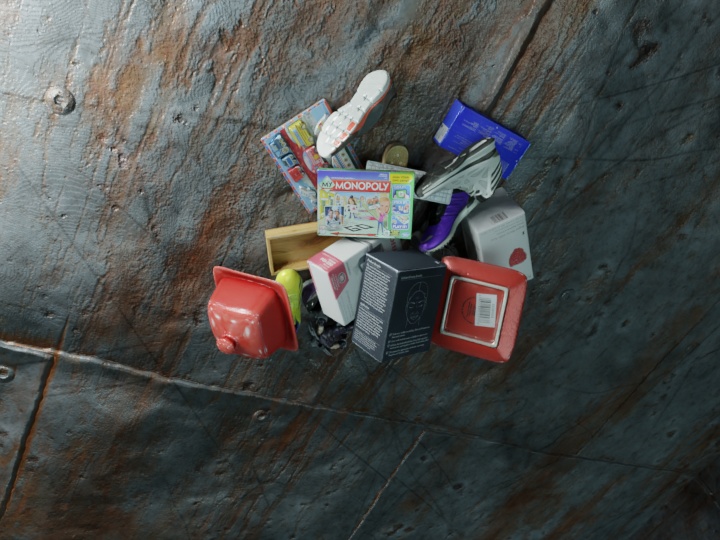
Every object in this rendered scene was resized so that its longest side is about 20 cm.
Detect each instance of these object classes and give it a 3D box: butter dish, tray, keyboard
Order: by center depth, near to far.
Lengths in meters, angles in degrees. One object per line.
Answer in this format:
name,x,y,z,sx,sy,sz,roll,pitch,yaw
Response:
keyboard,0.102,-0.183,1.242,0.196,0.011,0.058,9,100,-15
butter dish,-0.253,0.118,1.280,0.196,0.148,0.203,13,132,23
tray,-0.107,-0.056,1.314,0.196,0.037,0.100,-11,127,-12
butter dish,0.266,0.080,1.338,0.196,0.147,0.204,13,98,19

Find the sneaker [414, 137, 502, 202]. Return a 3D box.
sneaker,0.212,-0.175,1.225,0.198,0.076,0.117,-32,112,-6

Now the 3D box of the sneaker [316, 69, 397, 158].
sneaker,0.001,-0.287,1.154,0.200,0.077,0.082,-46,143,9

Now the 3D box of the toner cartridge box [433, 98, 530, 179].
toner cartridge box,0.260,-0.277,1.271,0.197,0.043,0.096,19,118,-29

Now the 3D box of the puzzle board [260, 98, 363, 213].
puzzle board,-0.089,-0.225,1.209,0.149,0.018,0.201,-30,129,5

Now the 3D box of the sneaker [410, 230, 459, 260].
sneaker,0.188,-0.043,1.412,0.082,0.075,0.200,-49,132,-1

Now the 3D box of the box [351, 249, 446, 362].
box,0.080,0.070,1.259,0.146,0.106,0.204,-5,114,-39

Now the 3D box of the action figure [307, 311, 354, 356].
action figure,-0.044,0.136,1.457,0.197,0.070,0.131,-28,136,8

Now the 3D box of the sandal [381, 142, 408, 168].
sandal,0.076,-0.161,1.276,0.076,0.070,0.215,-8,127,-12

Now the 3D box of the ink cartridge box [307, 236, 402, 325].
ink cartridge box,0.000,0.000,1.291,0.199,0.084,0.148,-35,127,-26

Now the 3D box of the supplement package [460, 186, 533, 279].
supplement package,0.318,-0.065,1.394,0.119,0.121,0.202,-23,129,-1

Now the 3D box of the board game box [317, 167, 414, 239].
board game box,0.010,-0.137,1.218,0.195,0.029,0.138,2,109,2

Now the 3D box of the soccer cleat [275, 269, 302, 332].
soccer cleat,-0.158,0.080,1.346,0.063,0.085,0.202,-6,138,-13

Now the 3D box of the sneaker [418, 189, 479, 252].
sneaker,0.178,-0.135,1.307,0.100,0.069,0.201,47,73,-24

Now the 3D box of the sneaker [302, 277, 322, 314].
sneaker,-0.040,0.041,1.372,0.197,0.088,0.076,-27,129,2
